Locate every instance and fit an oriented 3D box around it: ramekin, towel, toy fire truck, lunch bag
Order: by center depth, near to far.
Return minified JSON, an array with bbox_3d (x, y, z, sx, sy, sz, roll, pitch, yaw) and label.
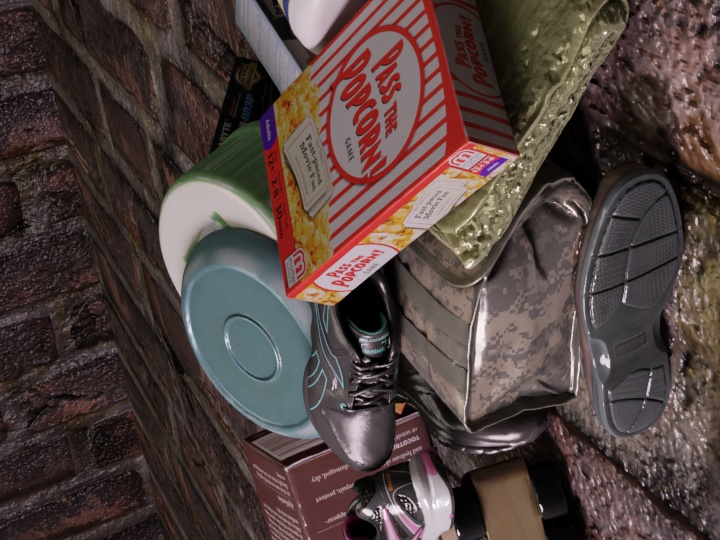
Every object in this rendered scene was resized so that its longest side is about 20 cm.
[{"bbox_3d":[0.084,-0.117,0.759,0.149,0.036,0.202,52,123,45],"label":"towel"},{"bbox_3d":[0.085,-0.014,0.851,0.164,0.116,0.203,-133,37,-51],"label":"lunch bag"},{"bbox_3d":[0.122,0.261,1.023,0.200,0.127,0.179,71,-177,-82],"label":"toy fire truck"},{"bbox_3d":[-0.086,-0.020,1.024,0.198,0.097,0.202,24,130,30],"label":"ramekin"}]

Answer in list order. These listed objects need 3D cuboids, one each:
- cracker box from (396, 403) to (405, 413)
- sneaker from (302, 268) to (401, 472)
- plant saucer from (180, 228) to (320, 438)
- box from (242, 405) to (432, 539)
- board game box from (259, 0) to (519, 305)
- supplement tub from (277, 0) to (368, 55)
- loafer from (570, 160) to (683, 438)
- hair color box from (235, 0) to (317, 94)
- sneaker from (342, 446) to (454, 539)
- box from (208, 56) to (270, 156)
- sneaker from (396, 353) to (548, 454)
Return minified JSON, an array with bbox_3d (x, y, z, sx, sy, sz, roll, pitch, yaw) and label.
[{"bbox_3d":[-0.040,0.076,1.230,0.058,0.133,0.200,-64,27,2],"label":"cracker box"},{"bbox_3d":[-0.005,0.067,0.883,0.079,0.074,0.203,-144,42,-65],"label":"sneaker"},{"bbox_3d":[-0.086,0.061,0.984,0.198,0.027,0.203,24,131,31],"label":"plant saucer"},{"bbox_3d":[-0.009,0.260,1.265,0.166,0.162,0.203,7,115,67],"label":"box"},{"bbox_3d":[0.010,-0.091,0.783,0.200,0.046,0.153,-39,52,41],"label":"board game box"},{"bbox_3d":[-0.021,-0.272,0.856,0.202,0.143,0.145,62,158,23],"label":"supplement tub"},{"bbox_3d":[0.160,0.016,0.747,0.063,0.071,0.202,-127,24,-53],"label":"loafer"},{"bbox_3d":[-0.027,-0.189,1.010,0.201,0.098,0.061,58,156,32],"label":"hair color box"},{"bbox_3d":[0.026,0.217,0.978,0.202,0.085,0.081,88,170,-45],"label":"sneaker"},{"bbox_3d":[-0.144,-0.119,1.347,0.201,0.045,0.161,104,177,-57],"label":"box"},{"bbox_3d":[0.067,0.084,0.975,0.198,0.076,0.092,23,130,30],"label":"sneaker"}]
